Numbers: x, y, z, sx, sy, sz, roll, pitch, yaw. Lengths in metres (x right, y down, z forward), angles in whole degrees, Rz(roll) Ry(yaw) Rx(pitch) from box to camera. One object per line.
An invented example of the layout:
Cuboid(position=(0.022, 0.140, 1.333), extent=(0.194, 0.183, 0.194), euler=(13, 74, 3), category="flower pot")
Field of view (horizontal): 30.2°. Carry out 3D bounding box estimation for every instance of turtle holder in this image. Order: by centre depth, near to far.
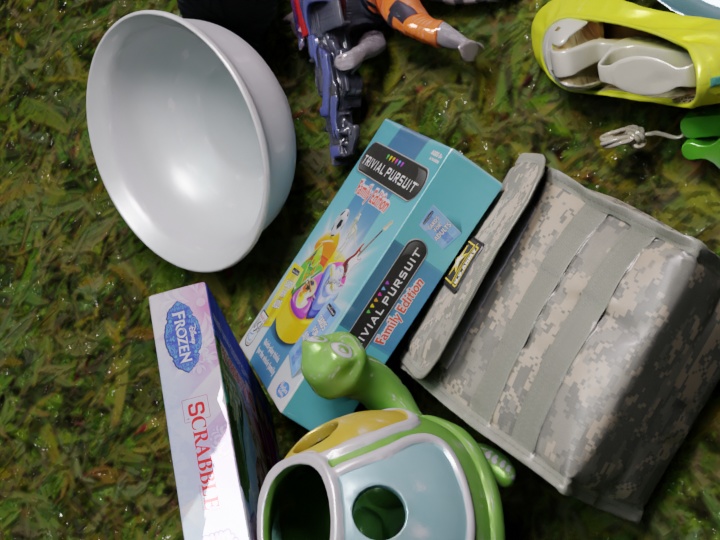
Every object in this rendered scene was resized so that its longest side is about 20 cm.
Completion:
Cuboid(position=(0.012, 0.136, 0.787), extent=(0.140, 0.131, 0.188), euler=(7, 82, 48), category="turtle holder")

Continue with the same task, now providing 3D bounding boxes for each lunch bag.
Cuboid(position=(0.119, 0.028, 0.829), extent=(0.199, 0.117, 0.165), euler=(34, 95, 45), category="lunch bag")

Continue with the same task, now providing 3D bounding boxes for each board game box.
Cuboid(position=(-0.080, 0.142, 0.868), extent=(0.041, 0.201, 0.202), euler=(-14, 62, 2), category="board game box")
Cuboid(position=(0.000, 0.000, 0.918), extent=(0.201, 0.047, 0.151), euler=(-57, 21, 3), category="board game box")

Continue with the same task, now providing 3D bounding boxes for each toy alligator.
Cuboid(position=(0.245, -0.080, 0.828), extent=(0.198, 0.059, 0.055), euler=(-11, 109, 38), category="toy alligator")

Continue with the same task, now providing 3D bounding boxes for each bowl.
Cuboid(position=(-0.116, -0.108, 1.032), extent=(0.200, 0.090, 0.204), euler=(19, 120, 35), category="bowl")

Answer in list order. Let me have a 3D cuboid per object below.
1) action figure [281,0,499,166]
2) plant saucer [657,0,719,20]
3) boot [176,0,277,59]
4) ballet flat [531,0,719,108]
Cuboid(position=(0.020, -0.184, 1.015), extent=(0.192, 0.104, 0.203), euler=(3, 101, 42), category="action figure")
Cuboid(position=(0.260, -0.246, 0.854), extent=(0.198, 0.027, 0.203), euler=(-6, 76, 24), category="plant saucer")
Cuboid(position=(-0.094, -0.264, 1.051), extent=(0.075, 0.200, 0.170), euler=(6, 75, -2), category="boot")
Cuboid(position=(0.165, -0.140, 0.864), extent=(0.067, 0.068, 0.199), euler=(-27, 29, -29), category="ballet flat")
